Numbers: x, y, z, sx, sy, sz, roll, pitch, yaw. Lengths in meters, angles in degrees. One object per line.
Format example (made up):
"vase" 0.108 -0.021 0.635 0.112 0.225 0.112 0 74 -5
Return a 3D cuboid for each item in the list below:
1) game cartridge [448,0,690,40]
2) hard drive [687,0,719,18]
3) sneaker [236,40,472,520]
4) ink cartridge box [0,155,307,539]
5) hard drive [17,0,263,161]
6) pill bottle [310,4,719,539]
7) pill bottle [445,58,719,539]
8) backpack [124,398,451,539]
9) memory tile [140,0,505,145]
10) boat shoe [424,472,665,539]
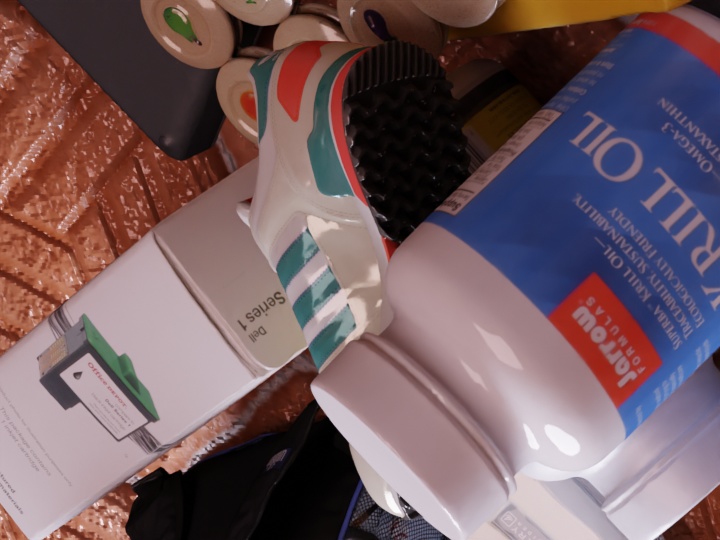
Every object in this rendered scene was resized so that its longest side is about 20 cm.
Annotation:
"game cartridge" 0.049 -0.178 1.064 0.200 0.032 0.177 3 120 66
"hard drive" 0.205 -0.113 0.996 0.200 0.033 0.140 42 128 24
"sneaker" 0.000 0.000 1.098 0.093 0.070 0.200 15 122 48
"ink cartridge box" -0.081 0.026 1.265 0.084 0.146 0.200 53 134 0
"hard drive" -0.091 -0.164 1.222 0.140 0.033 0.200 45 137 19
"pill bottle" 0.081 0.004 1.021 0.112 0.200 0.112 44 171 9
"pill bottle" 0.080 0.016 1.156 0.200 0.112 0.112 48 134 5
"backpack" -0.036 0.170 1.285 0.154 0.191 0.200 45 137 -15
"memory tile" -0.035 -0.132 1.129 0.153 0.017 0.200 48 143 -9
"boat shoe" 0.073 0.091 1.236 0.200 0.069 0.072 41 111 3
